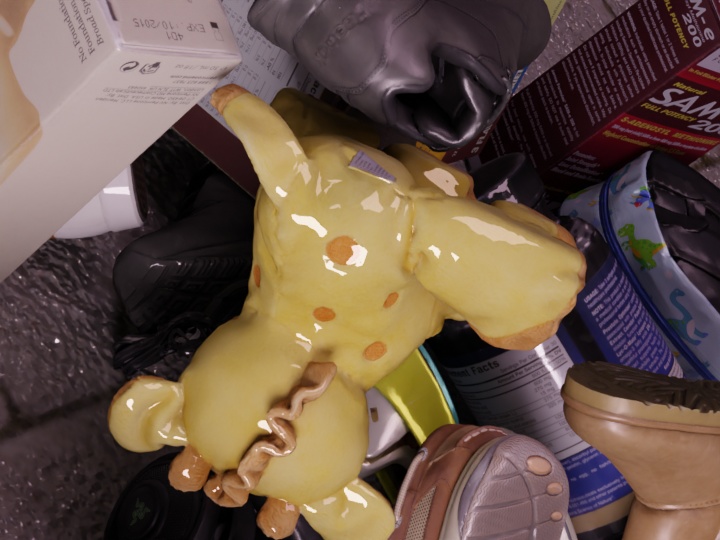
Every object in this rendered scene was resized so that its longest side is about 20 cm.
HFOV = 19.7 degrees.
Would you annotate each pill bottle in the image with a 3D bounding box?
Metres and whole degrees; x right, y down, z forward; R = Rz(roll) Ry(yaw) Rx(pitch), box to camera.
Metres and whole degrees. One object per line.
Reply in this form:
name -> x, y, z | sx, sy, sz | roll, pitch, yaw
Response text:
pill bottle -> 0.103, 0.042, 1.125 | 0.200, 0.112, 0.112 | 58, 34, -11

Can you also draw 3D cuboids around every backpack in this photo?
backpack -> 0.201, 0.020, 1.270 | 0.200, 0.153, 0.164 | 52, 31, -41

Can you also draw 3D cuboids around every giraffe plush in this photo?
giraffe plush -> -0.013, 0.028, 0.878 | 0.172, 0.163, 0.200 | 29, 9, 16

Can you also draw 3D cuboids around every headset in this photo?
headset -> -0.070, 0.119, 0.945 | 0.123, 0.094, 0.201 | 7, 71, -51

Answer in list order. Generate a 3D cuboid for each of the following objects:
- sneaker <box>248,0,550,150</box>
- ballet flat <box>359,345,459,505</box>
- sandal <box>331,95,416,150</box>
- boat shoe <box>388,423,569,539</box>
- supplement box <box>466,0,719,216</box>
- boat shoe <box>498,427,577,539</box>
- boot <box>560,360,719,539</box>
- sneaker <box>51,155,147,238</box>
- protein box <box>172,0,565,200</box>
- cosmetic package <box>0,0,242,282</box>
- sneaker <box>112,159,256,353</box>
sneaker -> 0.033, -0.092, 0.900 | 0.091, 0.076, 0.200 | 51, 28, 18
ballet flat -> 0.028, 0.105, 1.059 | 0.067, 0.067, 0.200 | -27, 84, -33
sandal -> 0.000, 0.000, 1.010 | 0.054, 0.201, 0.082 | 22, 12, 27
boat shoe -> 0.030, 0.163, 0.940 | 0.076, 0.201, 0.072 | 21, 2, -40
supplement box -> 0.171, -0.102, 1.270 | 0.109, 0.200, 0.061 | 8, 55, -44
boat shoe -> 0.066, 0.176, 0.991 | 0.062, 0.075, 0.201 | -4, 90, -32
boot -> 0.137, 0.153, 1.029 | 0.175, 0.201, 0.066 | 11, 9, -45
sneaker -> -0.158, -0.113, 0.993 | 0.073, 0.084, 0.201 | 69, 11, -75
protein box -> -0.029, -0.156, 1.096 | 0.200, 0.135, 0.198 | 41, 32, 20
cosmetic package -> -0.150, -0.080, 0.891 | 0.071, 0.200, 0.105 | -1, 60, -47
sneaker -> -0.068, -0.016, 1.053 | 0.091, 0.076, 0.200 | 55, 26, 14
